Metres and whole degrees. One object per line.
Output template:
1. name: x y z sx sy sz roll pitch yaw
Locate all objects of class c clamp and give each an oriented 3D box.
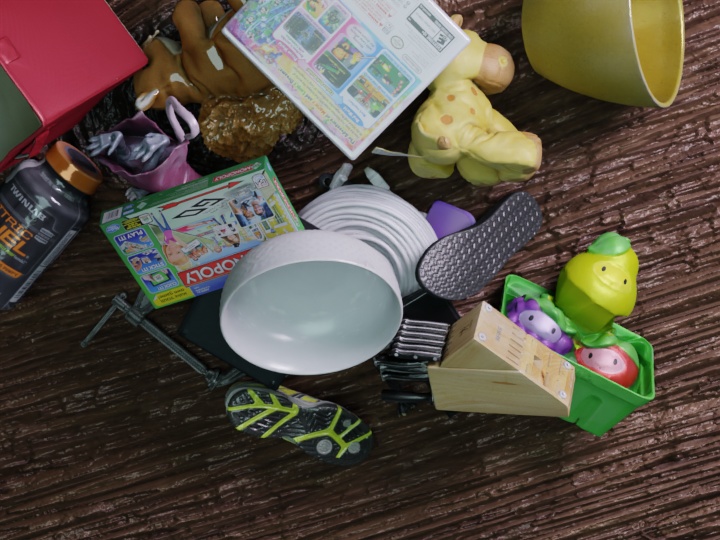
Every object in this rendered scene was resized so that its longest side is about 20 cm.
1. c clamp: -0.216 0.075 1.621 0.200 0.027 0.171 34 96 -3

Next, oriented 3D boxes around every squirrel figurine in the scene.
1. squirrel figurine: -0.163 -0.213 1.503 0.186 0.142 0.200 -23 97 14

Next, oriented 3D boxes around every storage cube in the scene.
1. storage cube: -0.381 -0.233 1.453 0.171 0.180 0.200 -29 100 44

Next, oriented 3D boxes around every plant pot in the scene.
1. plant pot: 0.262 -0.273 1.457 0.142 0.200 0.201 -3 103 30

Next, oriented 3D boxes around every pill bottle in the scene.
1. pill bottle: -0.393 -0.058 1.558 0.106 0.106 0.200 41 100 -6

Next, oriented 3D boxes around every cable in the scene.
1. cable: 0.000 0.000 1.559 0.200 0.069 0.200 40 109 -6

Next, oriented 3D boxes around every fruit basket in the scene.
1. fruit basket: 0.262 0.062 1.541 0.215 0.156 0.216 5 118 9

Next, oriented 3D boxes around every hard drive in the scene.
1. hard drive: -0.111 0.027 1.534 0.139 0.033 0.200 30 112 -2

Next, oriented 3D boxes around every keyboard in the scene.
1. keyboard: 0.077 0.107 1.568 0.127 0.021 0.200 -30 128 3

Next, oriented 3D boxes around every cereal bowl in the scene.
1. cereal bowl: -0.055 0.024 1.442 0.199 0.083 0.200 -2 138 -2

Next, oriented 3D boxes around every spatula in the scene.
1. spatula: 0.043 -0.075 1.577 0.199 0.021 0.057 22 103 -1

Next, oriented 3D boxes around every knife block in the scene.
1. knife block: 0.118 0.123 1.492 0.200 0.064 0.176 35 132 -13

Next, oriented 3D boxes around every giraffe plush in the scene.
1. giraffe plush: 0.113 -0.195 1.483 0.200 0.172 0.163 11 81 -30

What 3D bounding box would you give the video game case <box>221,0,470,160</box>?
1. video game case: -0.016 -0.250 1.396 0.200 0.024 0.182 44 104 -7

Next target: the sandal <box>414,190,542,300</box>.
1. sandal: 0.134 -0.023 1.530 0.200 0.048 0.075 -33 100 -33

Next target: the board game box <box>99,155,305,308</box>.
1. board game box: -0.168 -0.039 1.458 0.199 0.029 0.135 -18 127 13

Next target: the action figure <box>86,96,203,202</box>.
1. action figure: -0.218 -0.112 1.519 0.149 0.200 0.134 -43 53 5

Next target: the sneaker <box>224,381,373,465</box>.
1. sneaker: -0.073 0.177 1.612 0.200 0.076 0.076 25 99 -21
